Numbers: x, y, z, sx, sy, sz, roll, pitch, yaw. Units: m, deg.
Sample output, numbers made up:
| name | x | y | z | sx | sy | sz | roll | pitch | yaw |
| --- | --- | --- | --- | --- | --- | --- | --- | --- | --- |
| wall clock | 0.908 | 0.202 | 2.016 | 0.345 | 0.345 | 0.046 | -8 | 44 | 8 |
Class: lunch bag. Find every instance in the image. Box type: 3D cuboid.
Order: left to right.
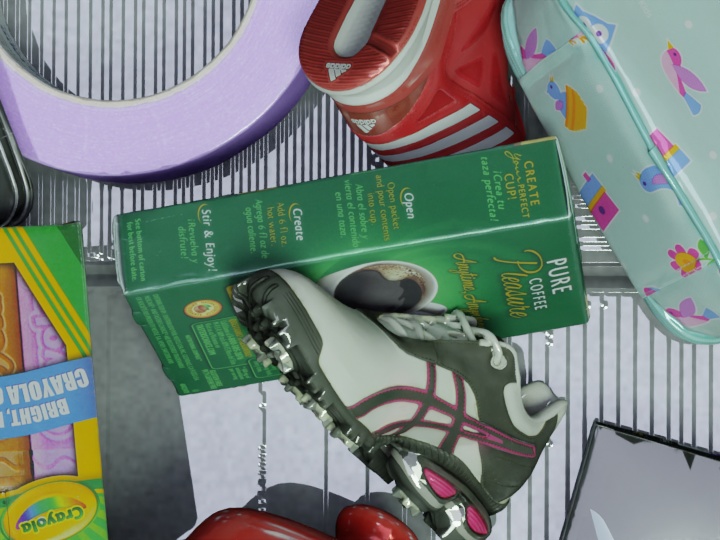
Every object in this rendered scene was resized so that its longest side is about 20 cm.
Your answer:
| name | x | y | z | sx | sy | sz | roll | pitch | yaw |
| --- | --- | --- | --- | --- | --- | --- | --- | --- | --- |
| lunch bag | 0.168 | -0.073 | 1.282 | 0.160 | 0.077 | 0.200 | -30 | 89 | -29 |

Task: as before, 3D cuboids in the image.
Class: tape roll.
| name | x | y | z | sx | sy | sz | roll | pitch | yaw |
| --- | --- | --- | --- | --- | --- | --- | --- | --- | --- |
| tape roll | -0.109 | -0.142 | 1.333 | 0.200 | 0.066 | 0.201 | 0 | 88 | 5 |

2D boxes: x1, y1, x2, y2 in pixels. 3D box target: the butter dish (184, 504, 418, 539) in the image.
| name | x | y | z | sx | sy | sz | roll | pitch | yaw |
| --- | --- | --- | --- | --- | --- | --- | --- | --- | --- |
| butter dish | -0.022 | 0.171 | 1.279 | 0.200 | 0.200 | 0.148 | 30 | 68 | 5 |

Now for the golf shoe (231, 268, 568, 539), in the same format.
| name | x | y | z | sx | sy | sz | roll | pitch | yaw |
| --- | --- | --- | --- | --- | --- | --- | --- | --- | --- |
| golf shoe | 0.016 | 0.043 | 1.271 | 0.088 | 0.200 | 0.077 | -45 | 46 | -1 |

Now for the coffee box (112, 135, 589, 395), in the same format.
| name | x | y | z | sx | sy | sz | roll | pitch | yaw |
| --- | --- | --- | --- | --- | --- | --- | --- | --- | --- |
| coffee box | 0.000 | 0.000 | 1.292 | 0.199 | 0.123 | 0.044 | -10 | 64 | 5 |

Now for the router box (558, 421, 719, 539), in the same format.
| name | x | y | z | sx | sy | sz | roll | pitch | yaw |
| --- | --- | --- | --- | --- | --- | --- | --- | --- | --- |
| router box | 0.154 | 0.185 | 1.310 | 0.157 | 0.052 | 0.200 | 17 | 90 | 4 |

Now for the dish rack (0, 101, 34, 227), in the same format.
| name | x | y | z | sx | sy | sz | roll | pitch | yaw |
| --- | --- | --- | --- | --- | --- | --- | --- | --- | --- |
| dish rack | -0.257 | -0.065 | 1.322 | 0.200 | 0.055 | 0.154 | -18 | 94 | 36 |

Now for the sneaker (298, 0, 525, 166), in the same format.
| name | x | y | z | sx | sy | sz | roll | pitch | yaw |
| --- | --- | --- | --- | --- | --- | --- | --- | --- | --- |
| sneaker | 0.045 | -0.128 | 1.326 | 0.078 | 0.116 | 0.200 | 13 | 60 | 36 |

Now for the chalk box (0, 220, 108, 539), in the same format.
| name | x | y | z | sx | sy | sz | roll | pitch | yaw |
| --- | --- | --- | --- | --- | --- | --- | --- | --- | --- |
| chalk box | -0.180 | 0.091 | 1.270 | 0.124 | 0.125 | 0.201 | -3 | 77 | -15 |
